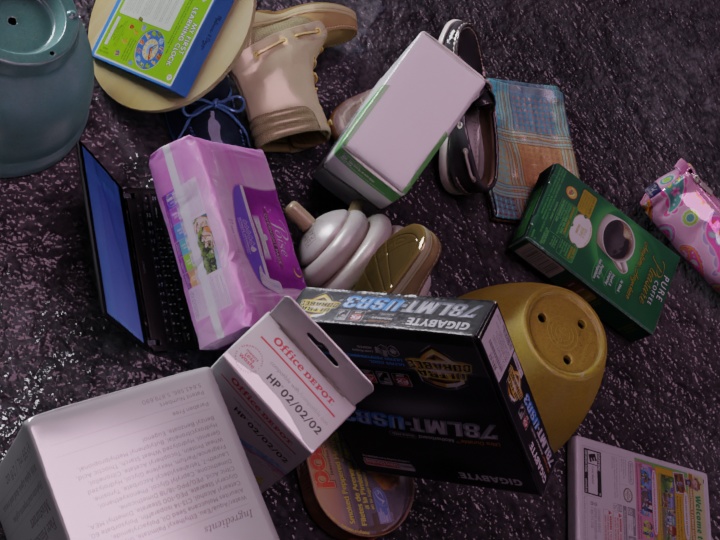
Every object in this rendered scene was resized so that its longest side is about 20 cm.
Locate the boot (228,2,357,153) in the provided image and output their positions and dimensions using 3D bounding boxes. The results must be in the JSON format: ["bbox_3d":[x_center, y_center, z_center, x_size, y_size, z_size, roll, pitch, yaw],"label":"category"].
[{"bbox_3d":[-0.062,-0.213,1.342,0.199,0.073,0.156,-16,78,-42],"label":"boot"}]

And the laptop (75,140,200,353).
[{"bbox_3d":[-0.175,-0.022,1.157,0.199,0.103,0.179,-1,66,-29],"label":"laptop"}]

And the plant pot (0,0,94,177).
[{"bbox_3d":[-0.339,-0.208,1.148,0.199,0.134,0.202,13,59,-23],"label":"plant pot"}]

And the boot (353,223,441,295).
[{"bbox_3d":[0.064,0.058,1.151,0.154,0.201,0.072,20,30,-19],"label":"boot"}]

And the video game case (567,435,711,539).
[{"bbox_3d":[0.301,0.294,1.301,0.181,0.022,0.201,18,57,-19],"label":"video game case"}]

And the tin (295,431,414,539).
[{"bbox_3d":[-0.016,0.166,1.186,0.111,0.042,0.201,0,65,-33],"label":"tin"}]

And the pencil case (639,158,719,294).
[{"bbox_3d":[0.439,-0.043,1.516,0.200,0.087,0.087,50,53,2],"label":"pencil case"}]

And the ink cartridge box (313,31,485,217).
[{"bbox_3d":[0.033,-0.143,1.253,0.084,0.200,0.146,36,80,-6],"label":"ink cartridge box"}]

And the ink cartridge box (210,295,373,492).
[{"bbox_3d":[-0.083,0.118,1.072,0.115,0.200,0.068,46,53,1],"label":"ink cartridge box"}]

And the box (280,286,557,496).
[{"bbox_3d":[0.053,0.107,1.061,0.050,0.199,0.199,-55,135,-38],"label":"box"}]

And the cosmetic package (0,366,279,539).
[{"bbox_3d":[-0.182,0.215,0.989,0.164,0.165,0.201,-14,71,-33],"label":"cosmetic package"}]

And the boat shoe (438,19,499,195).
[{"bbox_3d":[0.126,-0.187,1.384,0.073,0.060,0.202,0,92,-40],"label":"boat shoe"}]

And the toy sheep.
[{"bbox_3d":[0.000,0.000,1.228,0.200,0.138,0.138,37,53,-10],"label":"toy sheep"}]

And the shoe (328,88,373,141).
[{"bbox_3d":[0.048,-0.191,1.399,0.199,0.053,0.070,-22,76,-35],"label":"shoe"}]

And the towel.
[{"bbox_3d":[0.204,-0.146,1.481,0.146,0.022,0.201,4,63,-26],"label":"towel"}]

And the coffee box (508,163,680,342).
[{"bbox_3d":[0.277,-0.020,1.427,0.199,0.044,0.123,34,58,-13],"label":"coffee box"}]

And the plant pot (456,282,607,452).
[{"bbox_3d":[0.176,0.091,1.264,0.199,0.142,0.201,13,59,-23],"label":"plant pot"}]

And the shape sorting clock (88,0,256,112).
[{"bbox_3d":[-0.193,-0.256,1.238,0.039,0.199,0.201,30,44,-58],"label":"shape sorting clock"}]

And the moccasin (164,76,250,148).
[{"bbox_3d":[-0.172,-0.184,1.266,0.080,0.068,0.201,-21,76,-35],"label":"moccasin"}]

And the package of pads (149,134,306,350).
[{"bbox_3d":[-0.121,-0.026,1.159,0.120,0.075,0.201,2,66,-56],"label":"package of pads"}]
